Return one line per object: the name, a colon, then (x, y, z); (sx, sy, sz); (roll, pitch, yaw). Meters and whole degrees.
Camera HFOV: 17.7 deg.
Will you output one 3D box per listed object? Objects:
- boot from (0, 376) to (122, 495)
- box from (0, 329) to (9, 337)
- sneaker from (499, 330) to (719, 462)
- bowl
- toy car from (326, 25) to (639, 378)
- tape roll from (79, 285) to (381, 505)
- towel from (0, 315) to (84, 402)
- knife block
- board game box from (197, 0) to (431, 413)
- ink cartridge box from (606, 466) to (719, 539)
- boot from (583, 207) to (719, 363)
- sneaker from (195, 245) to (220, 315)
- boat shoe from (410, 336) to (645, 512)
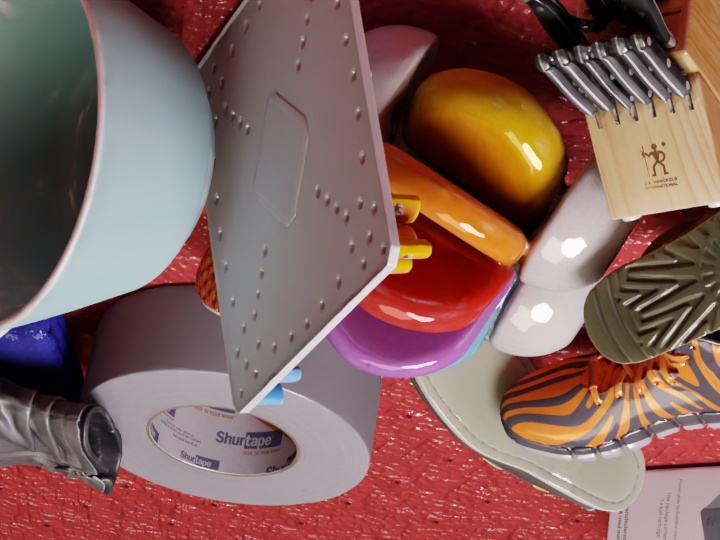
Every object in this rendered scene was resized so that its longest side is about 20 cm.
boot: (-0.228, 0.085, 1.480); (0.131, 0.070, 0.200); (10, 165, 17)
box: (-0.276, -0.053, 1.304); (0.199, 0.125, 0.097); (24, 148, -23)
sneaker: (0.176, 0.051, 1.415); (0.198, 0.078, 0.112); (-12, 142, 9)
bowl: (-0.150, -0.064, 1.212); (0.105, 0.202, 0.200); (6, 158, -40)
toy car: (0.038, -0.015, 1.213); (0.174, 0.150, 0.200); (32, 154, 7)
tape roll: (-0.087, 0.087, 1.553); (0.199, 0.067, 0.201); (7, 151, 4)
towel: (-0.288, 0.044, 1.562); (0.198, 0.050, 0.148); (7, 154, 7)
knife block: (0.148, -0.123, 1.140); (0.064, 0.200, 0.177); (-8, 101, 30)
board game box: (-0.030, -0.055, 1.162); (0.026, 0.201, 0.200); (2, 155, -25)
ink cartridge box: (0.290, 0.203, 1.626); (0.199, 0.085, 0.146); (-5, 148, 25)
boot: (0.209, -0.014, 1.212); (0.174, 0.067, 0.200); (-18, -178, 20)
sneaker: (0.000, 0.000, 1.394); (0.199, 0.074, 0.077); (1, 172, 22)
boat shoe: (0.097, 0.097, 1.511); (0.201, 0.072, 0.060); (36, 165, -26)
